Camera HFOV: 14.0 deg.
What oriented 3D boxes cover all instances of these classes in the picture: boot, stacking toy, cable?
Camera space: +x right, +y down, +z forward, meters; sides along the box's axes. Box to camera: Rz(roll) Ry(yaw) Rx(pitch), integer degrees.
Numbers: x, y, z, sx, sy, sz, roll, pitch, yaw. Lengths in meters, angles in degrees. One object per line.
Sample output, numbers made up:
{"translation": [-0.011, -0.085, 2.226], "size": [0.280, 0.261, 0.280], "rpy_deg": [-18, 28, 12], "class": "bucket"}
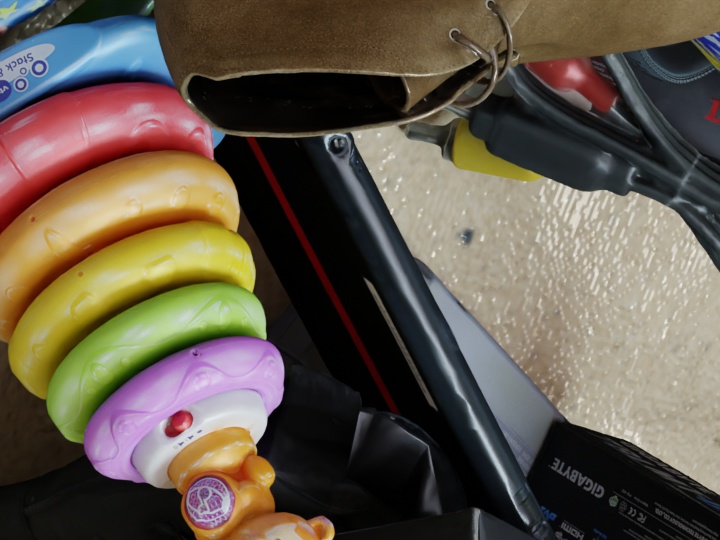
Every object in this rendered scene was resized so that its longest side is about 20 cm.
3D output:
{"translation": [-0.039, 0.097, 1.069], "size": [0.164, 0.200, 0.066], "rpy_deg": [17, 60, -43], "class": "boot"}
{"translation": [-0.066, 0.028, 0.940], "size": [0.116, 0.200, 0.110], "rpy_deg": [-31, 157, 3], "class": "stacking toy"}
{"translation": [0.114, -0.049, 1.137], "size": [0.050, 0.199, 0.097], "rpy_deg": [-57, 169, -55], "class": "cable"}
{"translation": [0.035, -0.075, 0.917], "size": [0.199, 0.076, 0.074], "rpy_deg": [-4, 137, -7], "class": "boot"}

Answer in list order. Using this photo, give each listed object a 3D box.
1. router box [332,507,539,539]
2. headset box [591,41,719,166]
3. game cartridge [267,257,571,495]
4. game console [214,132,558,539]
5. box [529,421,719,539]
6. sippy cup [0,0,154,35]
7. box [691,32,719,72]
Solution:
{"translation": [0.011, 0.142, 1.014], "size": [0.200, 0.149, 0.062], "rpy_deg": [33, 49, -61], "class": "router box"}
{"translation": [0.165, -0.122, 1.162], "size": [0.077, 0.148, 0.201], "rpy_deg": [4, 109, -62], "class": "headset box"}
{"translation": [0.018, 0.082, 1.223], "size": [0.130, 0.038, 0.200], "rpy_deg": [-54, 133, -12], "class": "game cartridge"}
{"translation": [0.000, 0.000, 1.052], "size": [0.031, 0.177, 0.201], "rpy_deg": [-33, 113, -10], "class": "game console"}
{"translation": [0.114, 0.189, 1.194], "size": [0.050, 0.200, 0.199], "rpy_deg": [17, 98, -40], "class": "box"}
{"translation": [-0.139, -0.127, 0.937], "size": [0.130, 0.140, 0.178], "rpy_deg": [-39, 102, -6], "class": "sippy cup"}
{"translation": [0.169, -0.084, 1.050], "size": [0.070, 0.064, 0.200], "rpy_deg": [-48, 117, -3], "class": "box"}
